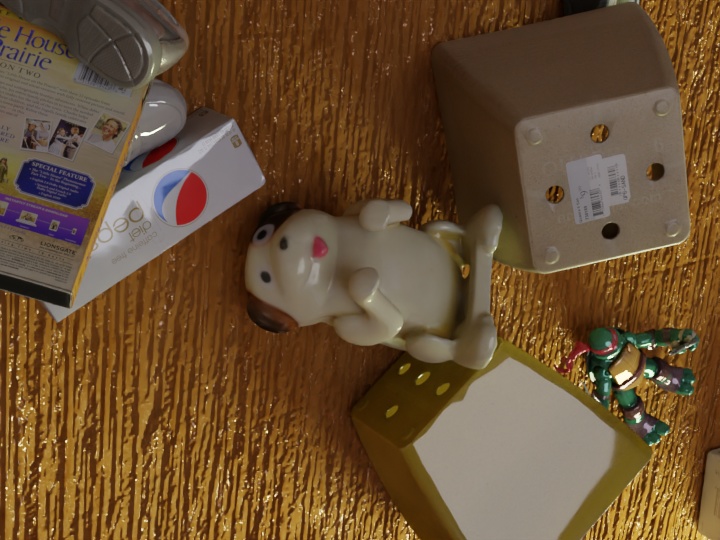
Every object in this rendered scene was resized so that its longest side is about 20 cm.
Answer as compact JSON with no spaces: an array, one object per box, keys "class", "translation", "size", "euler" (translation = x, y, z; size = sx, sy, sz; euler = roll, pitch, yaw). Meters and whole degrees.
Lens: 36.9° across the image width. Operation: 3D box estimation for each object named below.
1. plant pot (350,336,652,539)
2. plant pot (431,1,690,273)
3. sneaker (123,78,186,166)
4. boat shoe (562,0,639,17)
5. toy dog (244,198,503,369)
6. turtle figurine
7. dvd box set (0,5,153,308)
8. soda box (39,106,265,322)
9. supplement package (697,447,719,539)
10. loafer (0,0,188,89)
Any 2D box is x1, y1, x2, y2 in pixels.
[{"class":"plant pot","translation":[0.109,0.160,1.016],"size":[0.200,0.200,0.176],"euler":[-46,111,-10]},{"class":"plant pot","translation":[0.188,-0.103,0.939],"size":[0.199,0.177,0.201],"euler":[-13,113,-2]},{"class":"sneaker","translation":[-0.211,-0.074,0.794],"size":[0.199,0.099,0.078],"euler":[-26,144,-16]},{"class":"boat shoe","translation":[0.235,-0.257,1.023],"size":[0.065,0.074,0.203],"euler":[-13,115,-33]},{"class":"toy dog","translation":[0.000,0.000,0.924],"size":[0.199,0.194,0.140],"euler":[10,83,-16]},{"class":"turtle figurine","translation":[0.291,0.108,1.151],"size":[0.150,0.101,0.200],"euler":[-44,138,6]},{"class":"dvd box set","translation":[-0.235,-0.085,0.734],"size":[0.146,0.029,0.201],"euler":[16,62,-7]},{"class":"soda box","translation":[-0.178,-0.048,0.847],"size":[0.200,0.068,0.064],"euler":[-36,120,-16]},{"class":"supplement package","translation":[0.536,0.277,1.334],"size":[0.199,0.117,0.118],"euler":[-8,109,-28]},{"class":"loafer","translation":[-0.207,-0.205,0.754],"size":[0.200,0.072,0.063],"euler":[43,37,3]}]
